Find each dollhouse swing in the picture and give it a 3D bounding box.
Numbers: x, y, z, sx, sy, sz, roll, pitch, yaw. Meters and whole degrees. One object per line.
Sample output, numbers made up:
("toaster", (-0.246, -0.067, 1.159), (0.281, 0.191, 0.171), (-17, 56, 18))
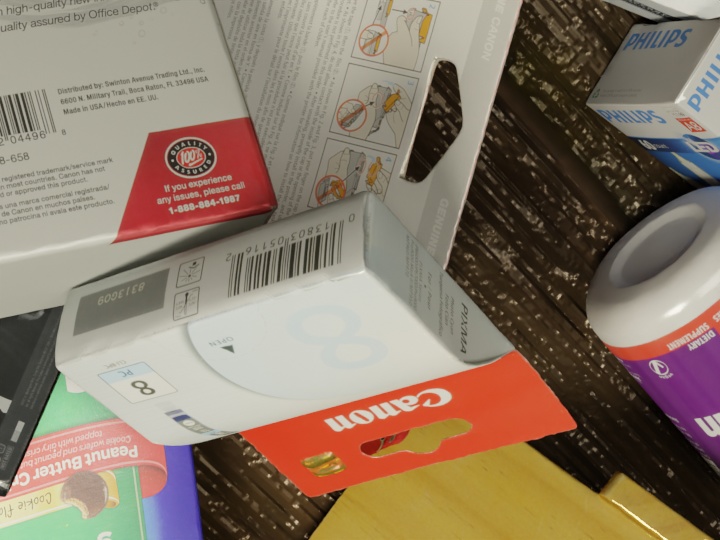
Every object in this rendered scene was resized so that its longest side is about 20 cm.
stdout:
("dollhouse swing", (0.078, 0.198, 0.946), (0.200, 0.176, 0.182), (-53, 150, -9))

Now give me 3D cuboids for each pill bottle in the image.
("pill bottle", (0.223, 0.057, 0.944), (0.112, 0.112, 0.200), (-46, 107, -11))

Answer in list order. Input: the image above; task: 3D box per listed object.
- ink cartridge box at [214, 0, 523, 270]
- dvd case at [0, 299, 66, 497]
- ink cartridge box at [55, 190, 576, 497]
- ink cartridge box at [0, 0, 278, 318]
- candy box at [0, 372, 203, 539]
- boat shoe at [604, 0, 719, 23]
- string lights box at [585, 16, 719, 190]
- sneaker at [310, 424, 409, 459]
("ink cartridge box", (-0.013, -0.082, 0.827), (0.176, 0.045, 0.200), (16, 90, 23))
("dvd case", (-0.225, -0.003, 0.774), (0.200, 0.025, 0.151), (23, 64, -6))
("ink cartridge box", (-0.014, 0.057, 0.772), (0.200, 0.160, 0.047), (47, 36, -41))
("ink cartridge box", (-0.140, -0.092, 0.775), (0.144, 0.084, 0.200), (-12, 75, -21))
("candy box", (-0.165, 0.138, 0.829), (0.169, 0.077, 0.200), (-9, 98, -19))
("boat shoe", (0.186, -0.168, 0.937), (0.200, 0.072, 0.068), (18, 90, -13))
("string lights box", (0.234, -0.060, 0.942), (0.200, 0.103, 0.059), (34, 83, -19))
("sneaker", (0.000, 0.000, 0.892), (0.085, 0.077, 0.200), (0, 97, -40))
